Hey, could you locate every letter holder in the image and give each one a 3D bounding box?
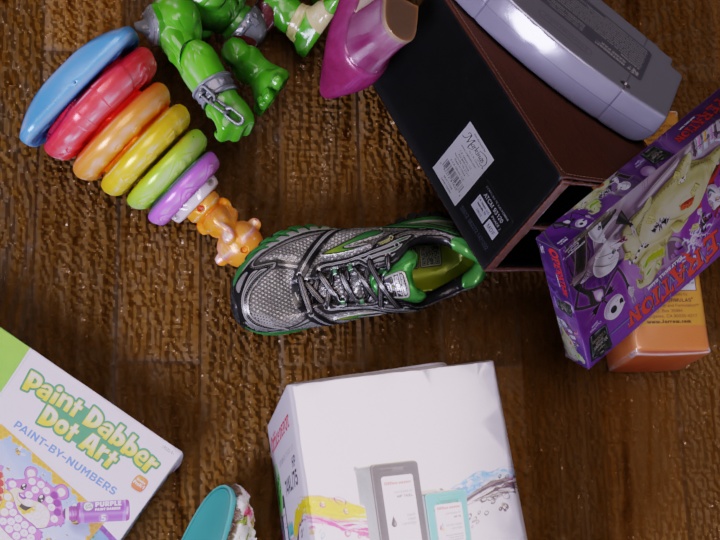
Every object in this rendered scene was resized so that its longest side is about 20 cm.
[{"bbox_3d":[0.123,-0.106,1.089,0.142,0.101,0.200,1,49,-41],"label":"letter holder"}]

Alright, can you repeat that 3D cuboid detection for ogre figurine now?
[{"bbox_3d":[-0.093,-0.197,1.103,0.120,0.098,0.200,35,75,-5],"label":"ogre figurine"}]

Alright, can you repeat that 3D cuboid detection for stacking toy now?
[{"bbox_3d":[-0.146,-0.077,1.063,0.200,0.110,0.116,44,88,-7],"label":"stacking toy"}]

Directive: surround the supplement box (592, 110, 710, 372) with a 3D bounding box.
[{"bbox_3d":[0.223,-0.024,1.121,0.069,0.067,0.200,-2,74,-11],"label":"supplement box"}]

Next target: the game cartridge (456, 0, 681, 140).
[{"bbox_3d":[0.155,-0.184,1.092,0.200,0.040,0.133,39,29,-1],"label":"game cartridge"}]

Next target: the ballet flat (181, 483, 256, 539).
[{"bbox_3d":[-0.113,0.248,0.987,0.064,0.076,0.200,34,72,-31],"label":"ballet flat"}]

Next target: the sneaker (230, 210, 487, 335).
[{"bbox_3d":[0.000,0.000,1.053,0.200,0.085,0.078,-16,103,-13],"label":"sneaker"}]

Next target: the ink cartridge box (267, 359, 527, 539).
[{"bbox_3d":[0.025,0.179,0.982,0.146,0.147,0.200,-6,74,-11],"label":"ink cartridge box"}]

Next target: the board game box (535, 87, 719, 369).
[{"bbox_3d":[0.215,-0.032,1.033,0.200,0.120,0.032,-38,46,-20],"label":"board game box"}]

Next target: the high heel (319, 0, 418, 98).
[{"bbox_3d":[0.011,-0.224,1.104,0.067,0.096,0.200,24,52,-30],"label":"high heel"}]

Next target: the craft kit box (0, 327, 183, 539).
[{"bbox_3d":[-0.260,0.154,0.995,0.200,0.049,0.198,34,68,1],"label":"craft kit box"}]
